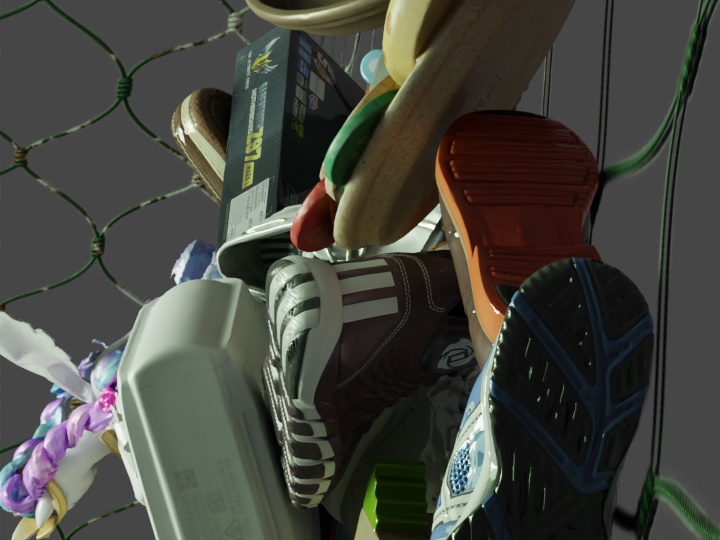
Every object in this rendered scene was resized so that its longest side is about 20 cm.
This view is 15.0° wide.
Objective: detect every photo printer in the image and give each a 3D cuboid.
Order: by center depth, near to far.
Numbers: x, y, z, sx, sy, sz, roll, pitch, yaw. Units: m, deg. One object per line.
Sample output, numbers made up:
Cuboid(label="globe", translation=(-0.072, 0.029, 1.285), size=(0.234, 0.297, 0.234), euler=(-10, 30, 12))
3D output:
Cuboid(label="photo printer", translation=(-0.069, 0.094, 1.392), size=(0.200, 0.069, 0.167), euler=(-91, -15, -78))

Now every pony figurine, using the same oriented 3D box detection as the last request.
Cuboid(label="pony figurine", translation=(-0.140, 0.070, 1.624), size=(0.200, 0.167, 0.193), euler=(-39, -22, -17))

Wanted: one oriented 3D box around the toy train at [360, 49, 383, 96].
Cuboid(label="toy train", translation=(0.035, -0.159, 1.616), size=(0.151, 0.055, 0.200), euler=(-62, -19, -9))

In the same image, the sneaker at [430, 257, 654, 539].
Cuboid(label="sneaker", translation=(0.066, 0.094, 1.027), size=(0.077, 0.075, 0.201), euler=(-59, -12, -87))

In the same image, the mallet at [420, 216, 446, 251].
Cuboid(label="mallet", translation=(0.020, 0.038, 1.358), size=(0.200, 0.041, 0.066), euler=(-54, 49, 48))

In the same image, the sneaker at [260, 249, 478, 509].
Cuboid(label="sneaker", translation=(0.017, 0.048, 1.248), size=(0.200, 0.115, 0.076), euler=(97, 160, -67))

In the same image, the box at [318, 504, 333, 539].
Cuboid(label="box", translation=(-0.037, 0.202, 1.630), size=(0.197, 0.123, 0.201), euler=(-161, 80, -84))

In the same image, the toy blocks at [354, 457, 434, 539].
Cuboid(label="toy blocks", translation=(0.024, 0.205, 1.224), size=(0.137, 0.099, 0.201), euler=(-122, 41, -64))

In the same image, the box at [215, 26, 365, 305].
Cuboid(label="box", translation=(-0.015, -0.036, 1.667), size=(0.051, 0.158, 0.201), euler=(-28, 34, 26))

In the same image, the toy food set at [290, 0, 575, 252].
Cuboid(label="toy food set", translation=(0.038, -0.091, 1.262), size=(0.198, 0.049, 0.200), euler=(-58, -9, 20))

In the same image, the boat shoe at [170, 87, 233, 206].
Cuboid(label="boat shoe", translation=(-0.060, -0.025, 1.719), size=(0.075, 0.202, 0.075), euler=(-29, 27, 26))

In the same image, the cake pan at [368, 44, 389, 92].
Cuboid(label="cake pan", translation=(0.029, -0.064, 1.553), size=(0.200, 0.037, 0.201), euler=(13, -90, -80))

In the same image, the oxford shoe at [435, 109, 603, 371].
Cuboid(label="oxford shoe", translation=(0.065, -0.003, 1.163), size=(0.200, 0.071, 0.073), euler=(-89, 4, -57))

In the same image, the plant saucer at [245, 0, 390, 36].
Cuboid(label="plant saucer", translation=(0.027, -0.190, 1.454), size=(0.030, 0.199, 0.200), euler=(54, -160, -29))

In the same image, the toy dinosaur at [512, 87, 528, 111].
Cuboid(label="toy dinosaur", translation=(0.064, -0.085, 1.461), size=(0.200, 0.047, 0.089), euler=(101, -177, -71))

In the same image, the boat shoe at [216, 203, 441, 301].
Cuboid(label="boat shoe", translation=(0.000, 0.000, 1.421), size=(0.200, 0.067, 0.074), euler=(-5, 101, 54))

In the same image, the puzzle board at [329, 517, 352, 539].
Cuboid(label="puzzle board", translation=(0.001, 0.235, 1.426), size=(0.151, 0.017, 0.201), euler=(-128, 42, -50))

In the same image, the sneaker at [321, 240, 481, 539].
Cuboid(label="sneaker", translation=(0.048, 0.072, 1.316), size=(0.092, 0.075, 0.201), euler=(58, 139, 39))
